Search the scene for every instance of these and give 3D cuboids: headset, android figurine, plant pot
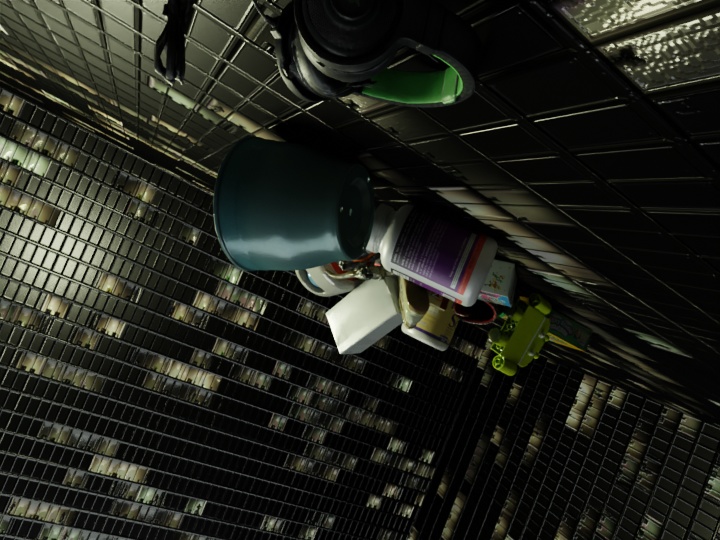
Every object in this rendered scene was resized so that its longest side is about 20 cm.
[{"bbox_3d":[-0.020,-0.133,0.324,0.195,0.097,0.123,14,-179,-22],"label":"headset"},{"bbox_3d":[0.354,0.141,1.140,0.198,0.185,0.041,30,-178,-42],"label":"android figurine"},{"bbox_3d":[-0.083,-0.094,0.777,0.183,0.207,0.199,6,170,24],"label":"plant pot"}]

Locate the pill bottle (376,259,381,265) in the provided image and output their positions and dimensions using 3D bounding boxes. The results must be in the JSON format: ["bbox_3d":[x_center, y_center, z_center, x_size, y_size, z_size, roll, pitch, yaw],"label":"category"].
[{"bbox_3d":[0.057,-0.022,1.450,0.196,0.113,0.110,23,177,33],"label":"pill bottle"}]

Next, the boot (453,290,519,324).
[{"bbox_3d":[0.246,0.061,1.182,0.196,0.075,0.149,19,-160,29],"label":"boot"}]

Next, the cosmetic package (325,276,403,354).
[{"bbox_3d":[0.021,0.098,1.208,0.080,0.198,0.115,7,-126,-50],"label":"cosmetic package"}]

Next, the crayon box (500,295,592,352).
[{"bbox_3d":[0.443,0.125,1.305,0.196,0.060,0.172,26,177,-19],"label":"crayon box"}]

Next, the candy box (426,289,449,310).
[{"bbox_3d":[0.164,0.020,1.238,0.054,0.118,0.200,24,177,-13],"label":"candy box"}]

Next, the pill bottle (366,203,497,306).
[{"bbox_3d":[0.109,-0.032,0.828,0.196,0.115,0.112,25,177,12],"label":"pill bottle"}]

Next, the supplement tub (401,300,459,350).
[{"bbox_3d":[0.212,0.103,1.461,0.142,0.205,0.145,24,178,1],"label":"supplement tub"}]

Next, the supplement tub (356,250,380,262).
[{"bbox_3d":[-0.018,-0.082,1.075,0.105,0.110,0.199,22,176,35],"label":"supplement tub"}]

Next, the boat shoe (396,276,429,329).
[{"bbox_3d":[0.109,0.040,1.145,0.071,0.064,0.202,19,-145,-7],"label":"boat shoe"}]

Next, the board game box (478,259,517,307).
[{"bbox_3d":[0.198,0.010,1.009,0.194,0.066,0.147,12,173,21],"label":"board game box"}]

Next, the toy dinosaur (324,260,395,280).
[{"bbox_3d":[0.000,0.000,1.077,0.194,0.049,0.088,-2,171,19],"label":"toy dinosaur"}]

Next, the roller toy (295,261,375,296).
[{"bbox_3d":[-0.067,-0.039,1.253,0.179,0.207,0.138,2,169,-39],"label":"roller toy"}]
